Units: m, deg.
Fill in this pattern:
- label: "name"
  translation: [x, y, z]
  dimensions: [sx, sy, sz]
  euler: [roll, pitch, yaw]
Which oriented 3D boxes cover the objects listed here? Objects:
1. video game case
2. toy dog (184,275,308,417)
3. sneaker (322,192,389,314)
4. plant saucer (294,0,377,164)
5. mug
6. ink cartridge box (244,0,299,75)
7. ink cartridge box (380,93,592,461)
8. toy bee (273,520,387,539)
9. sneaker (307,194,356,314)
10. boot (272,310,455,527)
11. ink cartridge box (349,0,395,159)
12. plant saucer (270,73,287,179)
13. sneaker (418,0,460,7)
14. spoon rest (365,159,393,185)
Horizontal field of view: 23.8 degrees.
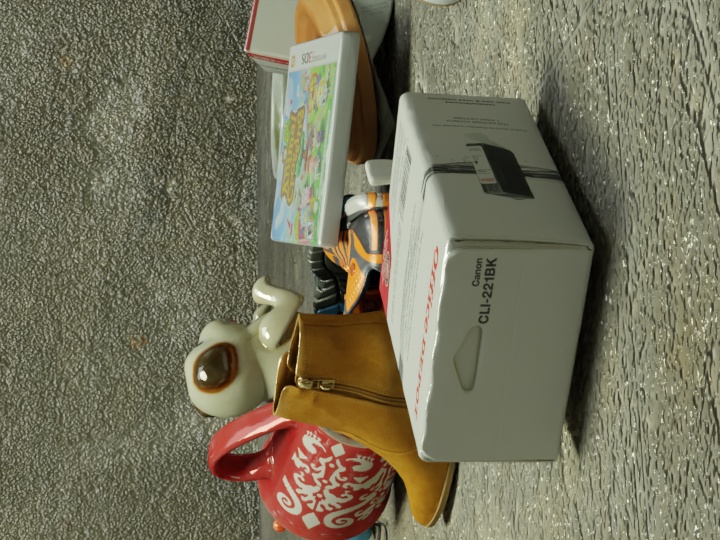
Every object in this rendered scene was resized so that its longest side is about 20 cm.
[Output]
- label: "video game case"
  translation: [-0.046, -0.125, 1.655]
  dimensions: [0.182, 0.022, 0.201]
  euler: [-171, 86, -72]
- label: "toy dog"
  translation: [-0.084, 0.105, 1.782]
  dimensions: [0.140, 0.199, 0.195]
  euler: [114, 156, -73]
- label: "sneaker"
  translation: [0.000, 0.000, 1.624]
  dimensions: [0.200, 0.077, 0.113]
  euler: [125, 146, -77]
- label: "plant saucer"
  translation: [-0.030, -0.205, 1.766]
  dimensions: [0.200, 0.037, 0.201]
  euler: [166, 90, -77]
- label: "mug"
  translation: [-0.033, 0.162, 1.560]
  dimensions: [0.134, 0.177, 0.200]
  euler: [56, 155, 18]
- label: "ink cartridge box"
  translation: [-0.069, -0.301, 1.961]
  dimensions: [0.200, 0.083, 0.145]
  euler: [0, -79, -86]
- label: "ink cartridge box"
  translation: [0.068, 0.000, 1.016]
  dimensions: [0.200, 0.083, 0.145]
  euler: [-101, 15, -61]
- label: "toy bee"
  translation: [-0.038, 0.241, 1.778]
  dimensions: [0.200, 0.108, 0.132]
  euler: [129, 143, -78]
- label: "sneaker"
  translation: [-0.025, -0.027, 1.834]
  dimensions: [0.200, 0.073, 0.082]
  euler: [103, 167, -55]
- label: "boot"
  translation: [0.003, 0.115, 1.335]
  dimensions: [0.071, 0.143, 0.202]
  euler: [-100, 13, -58]
- label: "ink cartridge box"
  translation: [0.012, -0.219, 1.763]
  dimensions: [0.160, 0.047, 0.201]
  euler: [117, 137, -72]
- label: "plant saucer"
  translation: [-0.102, -0.234, 2.535]
  dimensions: [0.200, 0.050, 0.201]
  euler: [-179, 90, -83]
- label: "sneaker"
  translation: [0.005, -0.281, 1.255]
  dimensions: [0.070, 0.199, 0.109]
  euler: [-60, -1, -27]
- label: "spoon rest"
  translation: [0.048, 0.004, 1.394]
  dimensions: [0.099, 0.060, 0.201]
  euler: [-101, 1, -63]
